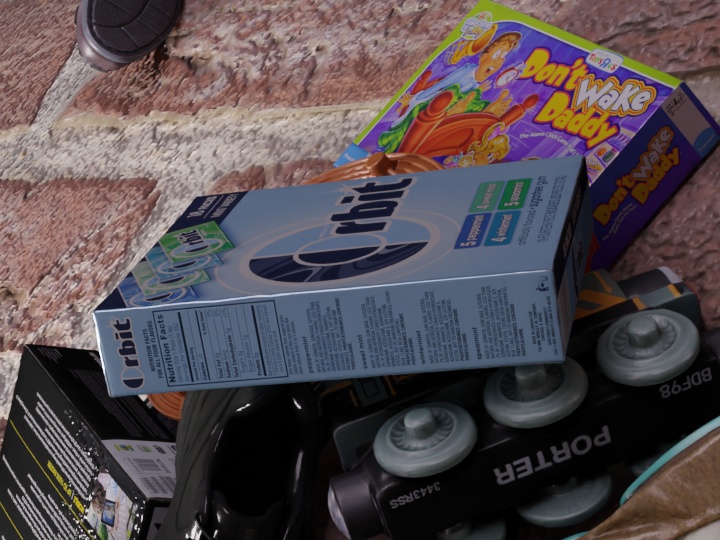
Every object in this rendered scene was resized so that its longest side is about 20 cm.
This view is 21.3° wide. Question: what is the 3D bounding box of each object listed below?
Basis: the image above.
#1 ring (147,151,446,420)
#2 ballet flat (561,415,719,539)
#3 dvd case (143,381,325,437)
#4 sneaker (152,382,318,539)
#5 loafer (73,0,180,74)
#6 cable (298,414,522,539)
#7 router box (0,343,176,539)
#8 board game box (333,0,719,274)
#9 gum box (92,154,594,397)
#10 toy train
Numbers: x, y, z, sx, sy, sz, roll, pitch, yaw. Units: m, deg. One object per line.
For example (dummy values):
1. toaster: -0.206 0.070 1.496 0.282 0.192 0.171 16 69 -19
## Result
1. ring: -0.037 0.002 1.017 0.200 0.019 0.201 -29 29 18
2. ballet flat: 0.119 0.128 0.799 0.200 0.068 0.073 -34 56 17
3. dvd case: -0.052 0.051 1.033 0.149 0.016 0.200 -49 20 -27
4. sneaker: -0.064 0.130 0.851 0.091 0.076 0.201 -177 97 -77
5. loafer: -0.178 -0.210 1.468 0.063 0.072 0.200 -44 22 39
6. cable: 0.010 0.107 0.939 0.163 0.051 0.201 -19 41 33
7. router box: -0.142 0.144 1.004 0.200 0.051 0.150 38 116 56
8. board game box: 0.085 -0.065 1.043 0.135 0.045 0.200 -48 34 -4
9. gum box: 0.000 0.000 0.871 0.199 0.045 0.170 -5 19 13
10. toy train: 0.074 0.058 0.860 0.199 0.085 0.114 -22 33 -3
